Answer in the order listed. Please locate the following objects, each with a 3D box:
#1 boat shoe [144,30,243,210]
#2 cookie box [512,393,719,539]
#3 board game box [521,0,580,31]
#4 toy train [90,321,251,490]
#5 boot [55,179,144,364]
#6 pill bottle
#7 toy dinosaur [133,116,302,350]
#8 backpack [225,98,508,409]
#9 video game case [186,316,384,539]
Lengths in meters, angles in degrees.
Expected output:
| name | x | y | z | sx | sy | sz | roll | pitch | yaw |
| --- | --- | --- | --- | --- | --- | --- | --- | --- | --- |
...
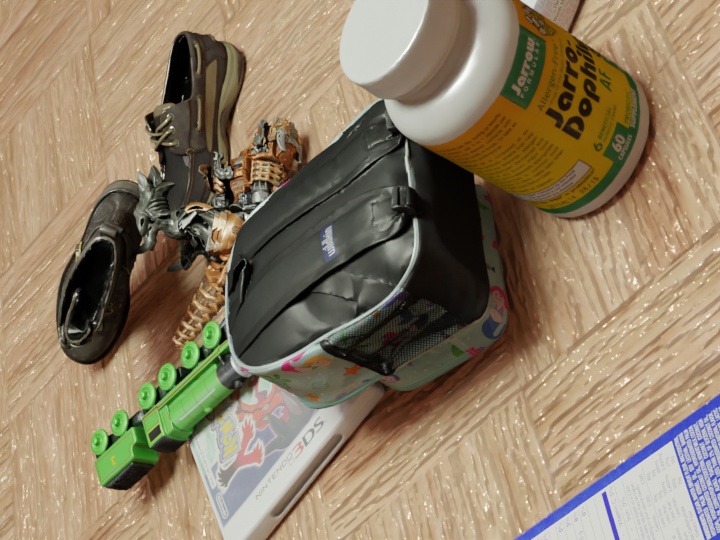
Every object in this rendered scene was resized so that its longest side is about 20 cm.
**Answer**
| name | x | y | z | sx | sy | sz | roll | pitch | yaw |
| --- | --- | --- | --- | --- | --- | --- | --- | --- | --- |
| boat shoe | -0.165 | -0.127 | 1.499 | 0.074 | 0.073 | 0.202 | -19 | 56 | 45 |
| cookie box | 0.189 | 0.151 | 0.804 | 0.200 | 0.170 | 0.076 | -42 | 38 | 30 |
| board game box | 0.098 | -0.234 | 1.252 | 0.199 | 0.043 | 0.201 | 20 | 87 | 54 |
| toy train | -0.154 | 0.113 | 1.337 | 0.200 | 0.042 | 0.057 | -42 | 52 | 30 |
| boot | -0.238 | 0.023 | 1.426 | 0.174 | 0.069 | 0.201 | -86 | 13 | -66 |
| pill bottle | 0.086 | -0.120 | 1.065 | 0.112 | 0.199 | 0.114 | -29 | 48 | 39 |
| toy dinosaur | -0.118 | -0.038 | 1.377 | 0.135 | 0.103 | 0.201 | 10 | 53 | 37 |
| backpack | 0.000 | 0.000 | 1.148 | 0.199 | 0.150 | 0.179 | -32 | 44 | 28 |
| video game case | -0.072 | 0.095 | 1.295 | 0.183 | 0.023 | 0.200 | -52 | 38 | 18 |
